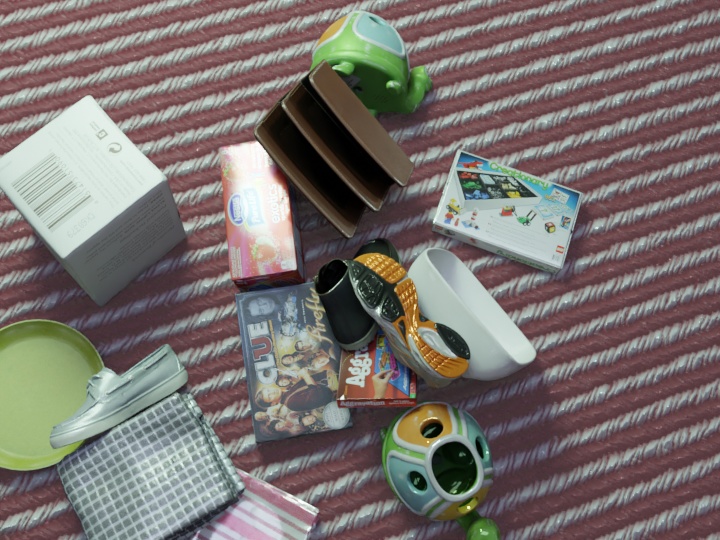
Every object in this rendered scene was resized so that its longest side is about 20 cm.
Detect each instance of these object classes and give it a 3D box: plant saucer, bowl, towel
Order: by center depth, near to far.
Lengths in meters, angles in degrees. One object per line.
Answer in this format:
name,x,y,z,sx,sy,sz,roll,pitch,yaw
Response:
towel,-0.266,0.267,1.154,0.199,0.086,0.166,-31,71,-6
towel,-0.155,0.371,1.168,0.145,0.030,0.201,25,72,6
plant saucer,-0.437,0.167,1.218,0.197,0.031,0.202,1,72,-4
bowl,0.139,0.066,1.219,0.075,0.200,0.200,-42,78,15

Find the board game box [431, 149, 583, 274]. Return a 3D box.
board game box,0.217,-0.087,1.344,0.198,0.035,0.127,20,72,3

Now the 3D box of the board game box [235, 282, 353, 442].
board game box,-0.090,0.123,1.232,0.134,0.035,0.202,-9,84,-6

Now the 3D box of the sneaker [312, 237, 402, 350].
sneaker,0.000,0.000,1.230,0.074,0.107,0.201,-9,38,23

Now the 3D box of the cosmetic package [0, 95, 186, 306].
cosmetic package,-0.356,-0.087,1.219,0.165,0.200,0.165,-41,78,-15

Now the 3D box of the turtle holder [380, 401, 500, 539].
turtle holder,0.103,0.262,1.155,0.139,0.132,0.188,0,86,-11

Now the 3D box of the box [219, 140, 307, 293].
box,-0.136,-0.072,1.277,0.094,0.100,0.202,-9,72,2

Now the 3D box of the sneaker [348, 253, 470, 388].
sneaker,0.049,0.071,1.143,0.075,0.092,0.200,-31,72,-26

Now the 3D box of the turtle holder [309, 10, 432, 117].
turtle holder,0.020,-0.306,1.350,0.183,0.141,0.133,8,66,1

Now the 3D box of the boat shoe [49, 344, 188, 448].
boat shoe,-0.321,0.159,1.182,0.200,0.070,0.072,-29,96,-35

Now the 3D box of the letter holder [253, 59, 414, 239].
letter holder,-0.035,-0.163,1.248,0.200,0.100,0.143,48,29,-14

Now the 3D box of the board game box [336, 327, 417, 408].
board game box,0.026,0.100,1.217,0.102,0.020,0.201,-3,41,8
